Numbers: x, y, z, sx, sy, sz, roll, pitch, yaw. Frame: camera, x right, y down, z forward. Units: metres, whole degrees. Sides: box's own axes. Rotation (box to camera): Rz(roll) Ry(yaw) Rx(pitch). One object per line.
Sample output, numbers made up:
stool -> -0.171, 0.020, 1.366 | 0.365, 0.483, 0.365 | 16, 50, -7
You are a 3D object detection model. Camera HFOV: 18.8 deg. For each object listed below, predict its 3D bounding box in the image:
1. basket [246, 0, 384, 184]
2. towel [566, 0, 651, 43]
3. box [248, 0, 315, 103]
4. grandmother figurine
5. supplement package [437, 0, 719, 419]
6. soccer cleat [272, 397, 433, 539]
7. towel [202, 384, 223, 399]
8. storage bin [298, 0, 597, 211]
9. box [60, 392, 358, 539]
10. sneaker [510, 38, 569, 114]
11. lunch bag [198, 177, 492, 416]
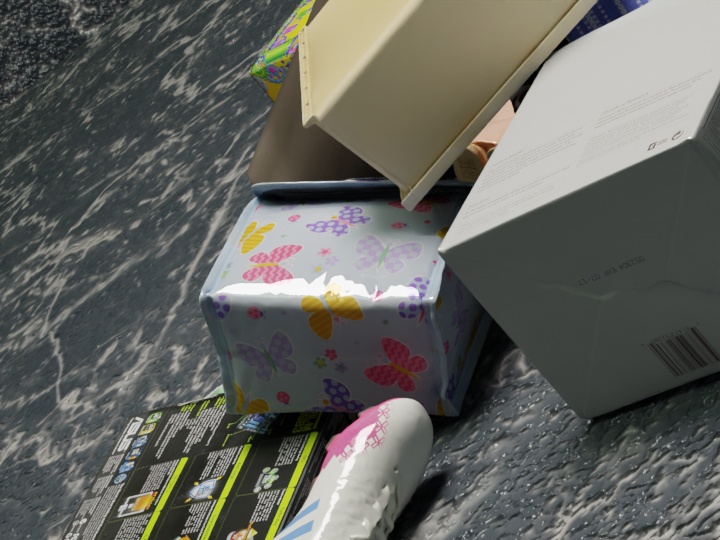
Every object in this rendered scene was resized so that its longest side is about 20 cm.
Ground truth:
basket -> 0.005, -0.135, 1.777 | 0.200, 0.180, 0.136 | -59, 29, 15
towel -> 0.242, -0.172, 1.426 | 0.200, 0.145, 0.024 | -32, -11, 2
box -> 0.038, -0.226, 1.995 | 0.193, 0.122, 0.200 | -20, 27, 46
grandmother figurine -> 0.145, -0.140, 1.705 | 0.121, 0.061, 0.200 | 14, 49, 34
supplement package -> 0.188, -0.051, 1.267 | 0.191, 0.147, 0.200 | -24, 25, 42
soccer cleat -> -0.009, 0.166, 1.314 | 0.200, 0.070, 0.086 | -49, 36, -16
towel -> -0.117, 0.146, 1.606 | 0.149, 0.031, 0.200 | -36, 19, 16
storage bin -> 0.055, -0.178, 1.446 | 0.200, 0.094, 0.199 | -49, 19, 20
box -> -0.104, 0.154, 1.477 | 0.193, 0.048, 0.200 | -13, 30, 25
sneaker -> 0.123, -0.102, 1.522 | 0.116, 0.076, 0.200 | 104, 163, -53
lunch bag -> 0.000, 0.000, 1.480 | 0.169, 0.127, 0.200 | 0, 32, 18
